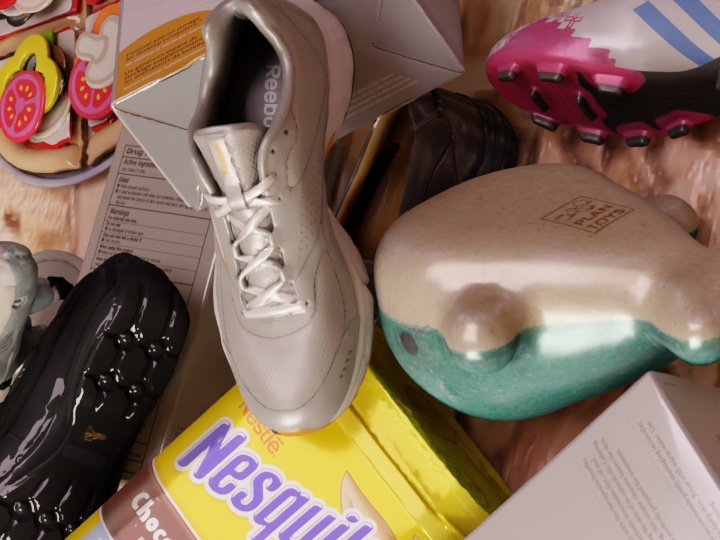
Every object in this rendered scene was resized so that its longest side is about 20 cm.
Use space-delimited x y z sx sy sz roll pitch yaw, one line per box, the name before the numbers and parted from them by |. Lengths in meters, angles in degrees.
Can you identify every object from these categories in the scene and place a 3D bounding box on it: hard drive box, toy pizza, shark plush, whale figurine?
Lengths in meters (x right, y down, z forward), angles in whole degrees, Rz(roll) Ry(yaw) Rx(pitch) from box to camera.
hard drive box | -0.036 -0.144 1.402 0.156 0.077 0.200 -26 34 17
toy pizza | -0.160 -0.146 1.619 0.200 0.032 0.201 -18 62 38
shark plush | -0.173 0.033 1.408 0.083 0.200 0.091 -37 68 0
whale figurine | 0.099 0.020 1.254 0.200 0.159 0.104 10 119 41

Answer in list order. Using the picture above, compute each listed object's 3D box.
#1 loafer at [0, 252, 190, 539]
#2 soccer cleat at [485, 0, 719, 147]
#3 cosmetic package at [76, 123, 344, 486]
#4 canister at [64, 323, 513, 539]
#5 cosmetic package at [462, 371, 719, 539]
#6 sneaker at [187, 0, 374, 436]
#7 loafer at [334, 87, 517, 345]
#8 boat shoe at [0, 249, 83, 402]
loafer | -0.149 0.084 1.399 0.201 0.068 0.070 -60 27 10
soccer cleat | 0.150 -0.107 1.299 0.200 0.070 0.086 2 59 41
cosmetic package | -0.089 0.016 1.461 0.105 0.071 0.200 11 82 44
canister | -0.041 0.131 1.317 0.200 0.087 0.149 -42 71 10
cosmetic package | 0.099 0.149 1.218 0.200 0.085 0.108 -44 57 23
sneaker | -0.046 -0.027 1.248 0.076 0.092 0.200 -8 82 20
loafer | 0.000 0.000 1.383 0.073 0.072 0.200 24 91 45
boat shoe | -0.177 0.090 1.541 0.063 0.073 0.200 131 150 -85
